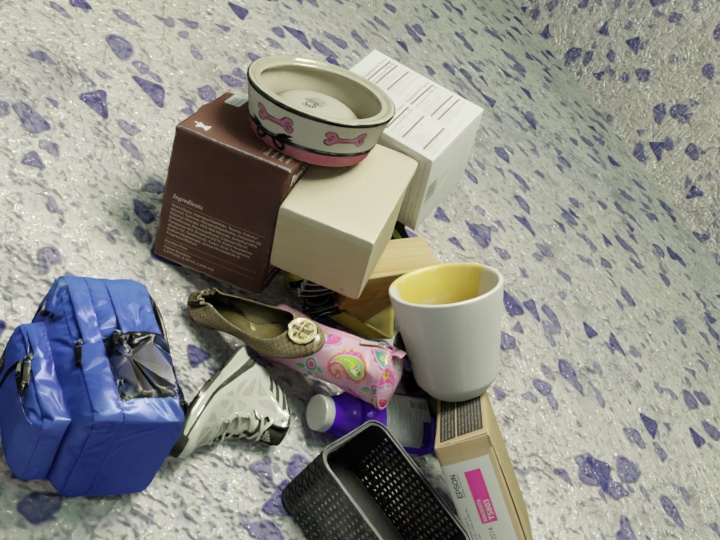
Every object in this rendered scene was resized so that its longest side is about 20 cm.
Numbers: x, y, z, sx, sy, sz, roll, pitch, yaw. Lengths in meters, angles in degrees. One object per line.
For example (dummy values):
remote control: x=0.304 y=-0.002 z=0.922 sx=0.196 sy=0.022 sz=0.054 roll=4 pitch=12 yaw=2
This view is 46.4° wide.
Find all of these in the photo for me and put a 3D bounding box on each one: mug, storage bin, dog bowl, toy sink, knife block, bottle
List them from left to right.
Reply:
dog bowl: x=-0.058 y=-0.209 z=1.109 sx=0.199 sy=0.074 sz=0.201 roll=14 pitch=32 yaw=-9
toy sink: x=-0.020 y=-0.077 z=1.138 sx=0.130 sy=0.112 sz=0.200 roll=22 pitch=44 yaw=6
knife block: x=0.000 y=0.000 z=1.187 sx=0.064 sy=0.199 sz=0.176 roll=61 pitch=6 yaw=28
bottle: x=0.019 y=0.203 z=1.138 sx=0.199 sy=0.065 sz=0.084 roll=15 pitch=64 yaw=-37
storage bin: x=0.020 y=0.298 z=1.004 sx=0.200 sy=0.094 sz=0.135 roll=50 pitch=32 yaw=14
mug: x=0.127 y=0.080 z=1.126 sx=0.187 sy=0.149 sz=0.154 roll=-49 pitch=133 yaw=-61

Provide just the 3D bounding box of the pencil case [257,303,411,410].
pencil case: x=-0.038 y=0.109 z=1.104 sx=0.199 sy=0.088 sz=0.087 roll=19 pitch=24 yaw=22

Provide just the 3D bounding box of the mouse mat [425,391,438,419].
mouse mat: x=0.141 y=0.177 z=1.260 sx=0.200 sy=0.008 sz=0.162 roll=41 pitch=33 yaw=-46

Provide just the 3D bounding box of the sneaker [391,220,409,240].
sneaker: x=0.050 y=-0.004 z=1.322 sx=0.201 sy=0.083 sz=0.072 roll=58 pitch=-14 yaw=-12

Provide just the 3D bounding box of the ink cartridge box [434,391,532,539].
ink cartridge box: x=0.161 y=0.274 z=1.091 sx=0.165 sy=0.075 sz=0.201 roll=-59 pitch=130 yaw=-76

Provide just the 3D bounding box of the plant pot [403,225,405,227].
plant pot: x=0.011 y=-0.137 z=1.413 sx=0.186 sy=0.187 sz=0.200 roll=22 pitch=28 yaw=-29

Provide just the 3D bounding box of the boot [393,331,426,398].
boot: x=0.093 y=0.118 z=1.291 sx=0.132 sy=0.070 sz=0.201 roll=41 pitch=22 yaw=-47

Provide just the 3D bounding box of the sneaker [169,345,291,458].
sneaker: x=-0.141 y=0.175 z=0.990 sx=0.115 sy=0.076 sz=0.201 roll=39 pitch=29 yaw=-2

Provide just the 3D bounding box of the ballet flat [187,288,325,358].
ballet flat: x=-0.137 y=0.061 z=1.070 sx=0.199 sy=0.047 sz=0.067 roll=17 pitch=44 yaw=23

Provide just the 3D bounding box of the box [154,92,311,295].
box: x=-0.163 y=-0.108 z=1.159 sx=0.164 sy=0.201 sz=0.166 roll=22 pitch=32 yaw=6

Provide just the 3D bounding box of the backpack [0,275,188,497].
backpack: x=-0.275 y=0.102 z=0.848 sx=0.167 sy=0.163 sz=0.201 roll=10 pitch=44 yaw=-37

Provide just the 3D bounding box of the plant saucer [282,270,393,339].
plant saucer: x=-0.038 y=0.012 z=1.334 sx=0.199 sy=0.048 sz=0.200 roll=30 pitch=33 yaw=-18

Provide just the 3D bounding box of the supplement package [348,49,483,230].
supplement package: x=0.051 y=-0.198 z=1.274 sx=0.200 sy=0.152 sz=0.151 roll=32 pitch=54 yaw=16
